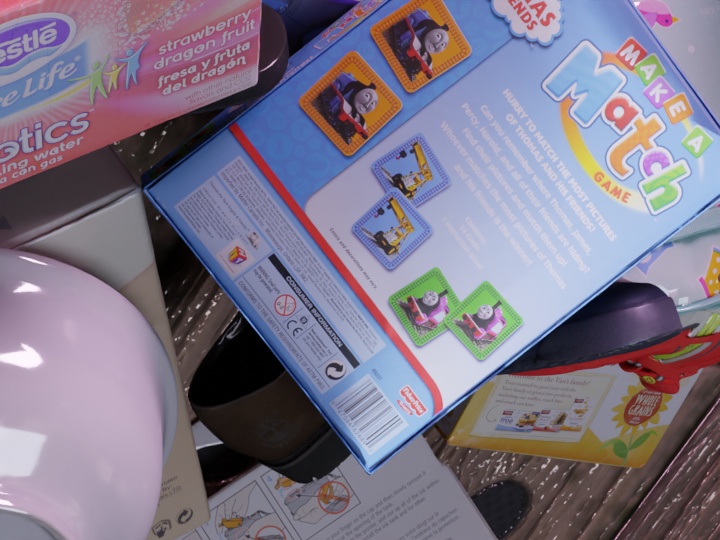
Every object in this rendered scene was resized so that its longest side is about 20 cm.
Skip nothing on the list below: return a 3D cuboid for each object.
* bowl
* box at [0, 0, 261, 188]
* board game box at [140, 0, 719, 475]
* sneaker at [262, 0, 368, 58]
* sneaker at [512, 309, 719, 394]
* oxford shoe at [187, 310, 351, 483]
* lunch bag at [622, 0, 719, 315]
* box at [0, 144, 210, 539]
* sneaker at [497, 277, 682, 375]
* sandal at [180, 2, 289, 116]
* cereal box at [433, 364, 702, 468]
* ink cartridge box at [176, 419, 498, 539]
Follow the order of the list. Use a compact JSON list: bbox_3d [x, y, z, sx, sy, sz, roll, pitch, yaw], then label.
[{"bbox_3d":[-0.163,0.094,1.019,0.199,0.091,0.202,-9,132,-10],"label":"bowl"},{"bbox_3d":[-0.142,-0.092,0.903,0.199,0.103,0.095,-23,150,-19],"label":"box"},{"bbox_3d":[0.035,-0.039,1.038,0.200,0.037,0.152,-37,104,3],"label":"board game box"},{"bbox_3d":[-0.028,-0.078,1.096,0.199,0.081,0.147,5,117,-44],"label":"sneaker"},{"bbox_3d":[0.139,0.028,1.253,0.198,0.077,0.085,-11,135,-22],"label":"sneaker"},{"bbox_3d":[0.000,0.000,1.089,0.084,0.073,0.200,28,105,-36],"label":"oxford shoe"},{"bbox_3d":[0.165,-0.060,1.190,0.199,0.162,0.077,-16,176,-27],"label":"lunch bag"},{"bbox_3d":[-0.129,0.030,1.107,0.077,0.095,0.201,-24,136,-17],"label":"box"},{"bbox_3d":[0.059,0.002,1.133,0.070,0.199,0.083,-10,95,-38],"label":"sneaker"},{"bbox_3d":[-0.128,-0.082,1.001,0.198,0.075,0.045,-12,134,3],"label":"sandal"},{"bbox_3d":[0.132,0.006,1.309,0.143,0.040,0.201,11,117,-38],"label":"cereal box"},{"bbox_3d":[-0.039,0.152,1.262,0.199,0.177,0.045,-33,178,-7],"label":"ink cartridge box"}]
